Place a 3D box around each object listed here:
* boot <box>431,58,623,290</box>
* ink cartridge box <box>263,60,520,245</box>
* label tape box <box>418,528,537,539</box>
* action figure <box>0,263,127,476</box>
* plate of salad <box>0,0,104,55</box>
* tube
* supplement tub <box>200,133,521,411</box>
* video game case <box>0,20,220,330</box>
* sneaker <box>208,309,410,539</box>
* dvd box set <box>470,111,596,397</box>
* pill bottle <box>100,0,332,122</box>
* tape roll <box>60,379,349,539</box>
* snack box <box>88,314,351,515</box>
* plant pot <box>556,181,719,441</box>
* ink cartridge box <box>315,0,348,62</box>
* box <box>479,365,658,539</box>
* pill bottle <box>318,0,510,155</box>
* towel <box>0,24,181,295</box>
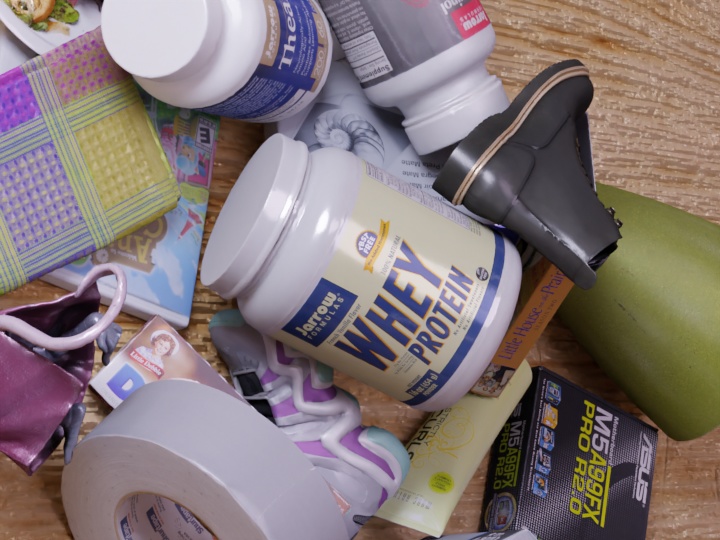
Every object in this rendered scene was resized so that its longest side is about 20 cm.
[{"bbox_3d":[0.155,-0.068,1.626,0.138,0.078,0.200,38,46,10],"label":"boot"},{"bbox_3d":[0.026,-0.069,1.700,0.199,0.041,0.200,4,60,-18],"label":"ink cartridge box"},{"bbox_3d":[0.070,0.237,1.650,0.200,0.143,0.066,-23,94,-31],"label":"label tape box"},{"bbox_3d":[-0.265,0.050,1.404,0.200,0.149,0.134,22,50,-2],"label":"action figure"},{"bbox_3d":[-0.204,-0.236,1.589,0.200,0.048,0.200,23,55,-37],"label":"plate of salad"},{"bbox_3d":[0.075,0.138,1.763,0.052,0.058,0.200,50,49,-12],"label":"tube"},{"bbox_3d":[0.000,0.000,1.579,0.200,0.145,0.145,27,61,-16],"label":"supplement tub"},{"bbox_3d":[-0.193,-0.072,1.590,0.200,0.022,0.182,24,64,-37],"label":"video game case"},{"bbox_3d":[-0.062,0.134,1.625,0.200,0.078,0.140,44,60,-15],"label":"sneaker"},{"bbox_3d":[0.133,-0.014,1.742,0.029,0.200,0.147,14,47,-15],"label":"dvd box set"},{"bbox_3d":[-0.105,-0.169,1.575,0.200,0.111,0.111,3,76,-69],"label":"pill bottle"},{"bbox_3d":[-0.107,0.174,1.485,0.066,0.200,0.201,-44,110,-39],"label":"tape roll"},{"bbox_3d":[-0.101,0.127,1.573,0.200,0.024,0.072,45,76,-6],"label":"snack box"},{"bbox_3d":[0.249,0.016,1.893,0.200,0.187,0.187,36,56,-14],"label":"plant pot"},{"bbox_3d":[-0.009,-0.277,1.772,0.148,0.086,0.200,-43,107,-40],"label":"ink cartridge box"},{"bbox_3d":[0.176,0.202,1.854,0.160,0.044,0.200,29,61,-35],"label":"box"},{"bbox_3d":[0.035,-0.193,1.659,0.111,0.111,0.200,-35,101,-43],"label":"pill bottle"},{"bbox_3d":[-0.219,-0.074,1.524,0.200,0.023,0.144,-32,108,-36],"label":"towel"}]
